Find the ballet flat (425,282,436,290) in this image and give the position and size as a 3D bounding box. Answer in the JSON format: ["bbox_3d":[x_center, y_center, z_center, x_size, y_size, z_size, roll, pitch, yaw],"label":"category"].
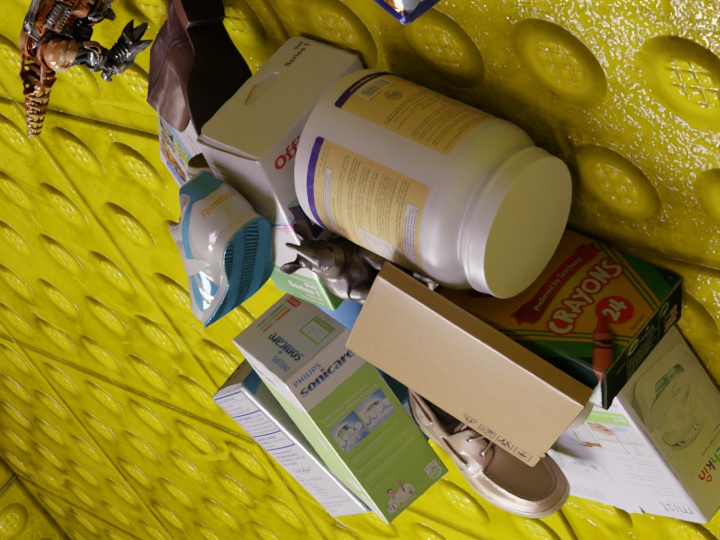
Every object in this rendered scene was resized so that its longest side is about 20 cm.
[{"bbox_3d":[0.084,0.001,1.678,0.069,0.070,0.200,31,156,23],"label":"ballet flat"}]

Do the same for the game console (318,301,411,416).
[{"bbox_3d":[0.025,0.086,1.787,0.200,0.119,0.172,44,-178,-11],"label":"game console"}]

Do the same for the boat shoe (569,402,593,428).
[{"bbox_3d":[0.135,0.062,1.555,0.071,0.070,0.201,16,-152,-35],"label":"boat shoe"}]

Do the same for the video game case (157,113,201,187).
[{"bbox_3d":[-0.172,-0.118,1.866,0.143,0.018,0.200,54,162,19],"label":"video game case"}]

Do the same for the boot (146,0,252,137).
[{"bbox_3d":[-0.160,-0.162,1.685,0.200,0.064,0.187,136,127,-64],"label":"boot"}]

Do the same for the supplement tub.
[{"bbox_3d":[0.060,-0.071,1.472,0.199,0.146,0.146,27,154,32],"label":"supplement tub"}]

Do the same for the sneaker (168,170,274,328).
[{"bbox_3d":[-0.129,-0.018,1.597,0.081,0.076,0.200,46,154,15],"label":"sneaker"}]

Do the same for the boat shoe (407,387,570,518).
[{"bbox_3d":[0.112,0.158,1.661,0.200,0.071,0.065,36,162,33],"label":"boat shoe"}]

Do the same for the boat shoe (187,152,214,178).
[{"bbox_3d":[-0.107,-0.085,1.681,0.074,0.200,0.069,-1,100,17],"label":"boat shoe"}]

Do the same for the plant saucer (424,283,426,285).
[{"bbox_3d":[0.011,-0.035,1.782,0.070,0.019,0.200,13,144,50],"label":"plant saucer"}]

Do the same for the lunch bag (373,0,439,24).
[{"bbox_3d":[-0.004,-0.296,1.209,0.200,0.124,0.170,46,161,26],"label":"lunch bag"}]

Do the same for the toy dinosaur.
[{"bbox_3d":[-0.295,-0.233,1.748,0.200,0.136,0.102,-46,74,27],"label":"toy dinosaur"}]

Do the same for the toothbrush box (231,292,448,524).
[{"bbox_3d":[-0.021,0.133,1.754,0.200,0.086,0.146,54,170,-26],"label":"toothbrush box"}]

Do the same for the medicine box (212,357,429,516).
[{"bbox_3d":[-0.023,0.134,1.927,0.200,0.182,0.103,45,157,-11],"label":"medicine box"}]

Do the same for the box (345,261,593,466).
[{"bbox_3d":[0.087,0.082,1.490,0.199,0.021,0.164,33,155,4],"label":"box"}]

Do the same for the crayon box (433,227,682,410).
[{"bbox_3d":[0.155,0.024,1.500,0.199,0.127,0.051,24,144,29],"label":"crayon box"}]

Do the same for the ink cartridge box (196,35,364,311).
[{"bbox_3d":[-0.041,-0.088,1.602,0.084,0.145,0.200,22,151,39],"label":"ink cartridge box"}]

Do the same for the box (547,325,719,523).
[{"bbox_3d":[0.231,0.130,1.625,0.177,0.097,0.200,51,155,-23],"label":"box"}]

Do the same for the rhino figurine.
[{"bbox_3d":[0.000,0.000,1.554,0.087,0.060,0.200,23,-175,41],"label":"rhino figurine"}]
